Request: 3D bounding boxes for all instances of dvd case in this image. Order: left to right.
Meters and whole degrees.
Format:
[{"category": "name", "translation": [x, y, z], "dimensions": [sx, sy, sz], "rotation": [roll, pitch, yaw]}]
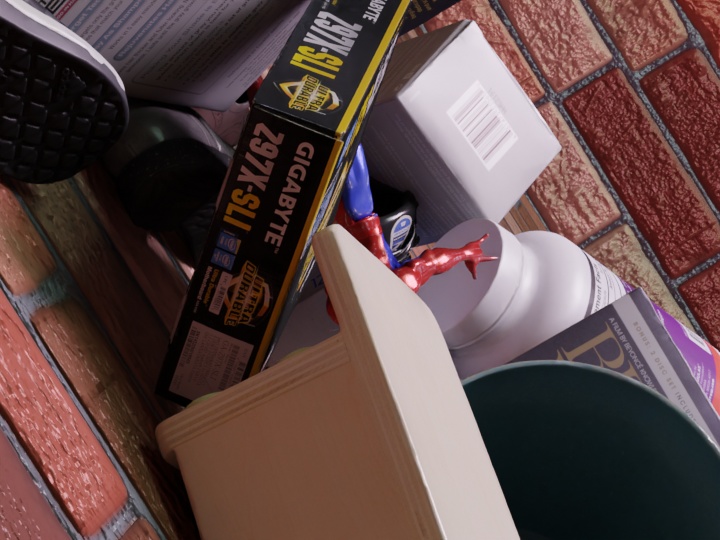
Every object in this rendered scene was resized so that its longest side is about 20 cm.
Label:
[{"category": "dvd case", "translation": [0.107, 0.121, 1.392], "dimensions": [0.149, 0.200, 0.016], "rotation": [60, 0, 14]}]

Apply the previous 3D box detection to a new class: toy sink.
[{"category": "toy sink", "translation": [-0.008, 0.103, 1.118], "dimensions": [0.130, 0.112, 0.200], "rotation": [42, 25, -60]}]

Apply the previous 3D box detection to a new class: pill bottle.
[{"category": "pill bottle", "translation": [0.124, 0.051, 1.492], "dimensions": [0.200, 0.112, 0.113], "rotation": [34, 21, -31]}]

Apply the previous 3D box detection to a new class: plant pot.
[{"category": "plant pot", "translation": [0.091, 0.163, 1.298], "dimensions": [0.200, 0.200, 0.135], "rotation": [61, -17, 16]}]

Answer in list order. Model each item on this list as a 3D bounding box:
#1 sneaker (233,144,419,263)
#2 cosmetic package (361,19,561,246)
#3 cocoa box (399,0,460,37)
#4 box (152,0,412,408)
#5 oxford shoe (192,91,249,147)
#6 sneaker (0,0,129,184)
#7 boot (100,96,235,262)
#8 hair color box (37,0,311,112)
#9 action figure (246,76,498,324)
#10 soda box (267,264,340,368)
[{"category": "sneaker", "translation": [0.000, 0.000, 1.495], "dimensions": [0.200, 0.089, 0.079], "rotation": [58, 40, -13]}, {"category": "cosmetic package", "translation": [0.015, -0.073, 1.562], "dimensions": [0.107, 0.090, 0.200], "rotation": [53, -31, -19]}, {"category": "cocoa box", "translation": [0.009, -0.241, 1.285], "dimensions": [0.133, 0.131, 0.200], "rotation": [62, 5, 36]}, {"category": "box", "translation": [-0.034, -0.042, 1.209], "dimensions": [0.049, 0.160, 0.200], "rotation": [20, 26, 2]}, {"category": "oxford shoe", "translation": [-0.086, -0.102, 1.501], "dimensions": [0.071, 0.072, 0.200], "rotation": [58, 9, 0]}, {"category": "sneaker", "translation": [-0.170, -0.113, 1.099], "dimensions": [0.200, 0.072, 0.083], "rotation": [45, 15, -54]}, {"category": "boot", "translation": [-0.105, -0.079, 1.360], "dimensions": [0.132, 0.070, 0.200], "rotation": [56, 4, 18]}, {"category": "hair color box", "translation": [-0.110, -0.140, 1.231], "dimensions": [0.200, 0.099, 0.061], "rotation": [5, 47, -56]}, {"category": "action figure", "translation": [0.003, -0.046, 1.360], "dimensions": [0.099, 0.065, 0.200], "rotation": [-21, 92, -54]}, {"category": "soda box", "translation": [0.009, 0.071, 1.455], "dimensions": [0.200, 0.068, 0.063], "rotation": [52, 11, -31]}]
